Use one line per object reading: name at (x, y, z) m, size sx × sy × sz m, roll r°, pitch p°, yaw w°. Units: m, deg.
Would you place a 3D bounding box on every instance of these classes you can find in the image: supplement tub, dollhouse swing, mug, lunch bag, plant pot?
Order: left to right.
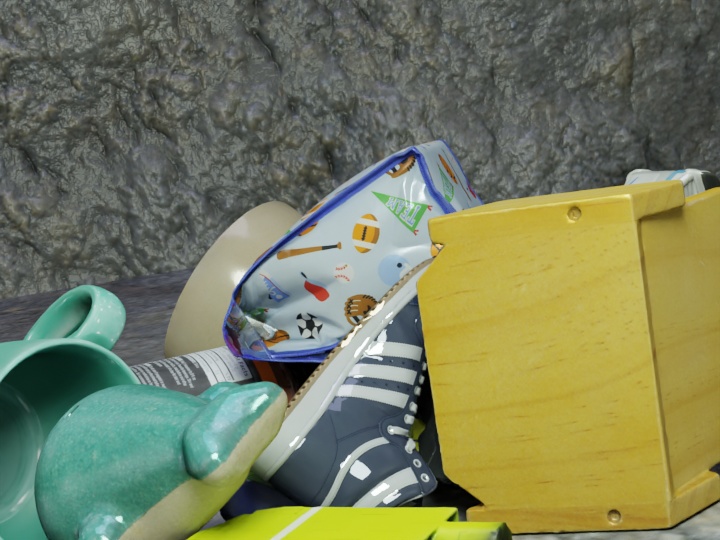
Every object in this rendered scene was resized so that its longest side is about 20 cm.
mug at (-0.222, 0.116, 1.027) m, size 0.114 × 0.152 × 0.185 m, roll -7°, pitch 24°, yaw 41°
supplement tub at (-0.118, 0.115, 1.163) m, size 0.200 × 0.107 × 0.107 m, roll -11°, pitch 6°, yaw -26°
plant pot at (-0.071, 0.053, 1.435) m, size 0.134 × 0.201 × 0.200 m, roll 32°, pitch 23°, yaw 21°
lunch bag at (0.000, 0.000, 1.144) m, size 0.200 × 0.124 × 0.170 m, roll -32°, pitch -2°, yaw 11°
dollhouse swing at (0.157, 0.045, 0.971) m, size 0.181 × 0.200 × 0.176 m, roll -6°, pitch 7°, yaw 23°

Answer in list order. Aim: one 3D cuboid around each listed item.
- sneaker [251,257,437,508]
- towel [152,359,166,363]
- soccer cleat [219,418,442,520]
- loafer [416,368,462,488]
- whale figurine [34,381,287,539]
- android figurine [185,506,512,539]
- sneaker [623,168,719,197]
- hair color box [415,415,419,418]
sneaker at (0.022, 0.089, 0.993) m, size 0.200 × 0.108 × 0.070 m, roll -48°, pitch -3°, yaw -28°
towel at (-0.109, 0.104, 1.293) m, size 0.200 × 0.023 × 0.153 m, roll -9°, pitch -26°, yaw -30°
soccer cleat at (-0.010, 0.123, 1.035) m, size 0.200 × 0.084 × 0.065 m, roll -11°, pitch 6°, yaw -32°
loafer at (0.080, 0.090, 1.057) m, size 0.072 × 0.073 × 0.200 m, roll 29°, pitch 29°, yaw -18°
whale figurine at (-0.126, 0.111, 0.907) m, size 0.159 × 0.104 × 0.200 m, roll -49°, pitch 8°, yaw -38°
android figurine at (-0.021, 0.168, 0.840) m, size 0.200 × 0.041 × 0.182 m, roll -6°, pitch 7°, yaw 21°
sneaker at (0.165, 0.008, 1.041) m, size 0.200 × 0.075 × 0.087 m, roll -49°, pitch 34°, yaw -12°
hair color box at (0.046, 0.105, 1.237) m, size 0.099 × 0.061 × 0.200 m, roll -8°, pitch 6°, yaw 1°
